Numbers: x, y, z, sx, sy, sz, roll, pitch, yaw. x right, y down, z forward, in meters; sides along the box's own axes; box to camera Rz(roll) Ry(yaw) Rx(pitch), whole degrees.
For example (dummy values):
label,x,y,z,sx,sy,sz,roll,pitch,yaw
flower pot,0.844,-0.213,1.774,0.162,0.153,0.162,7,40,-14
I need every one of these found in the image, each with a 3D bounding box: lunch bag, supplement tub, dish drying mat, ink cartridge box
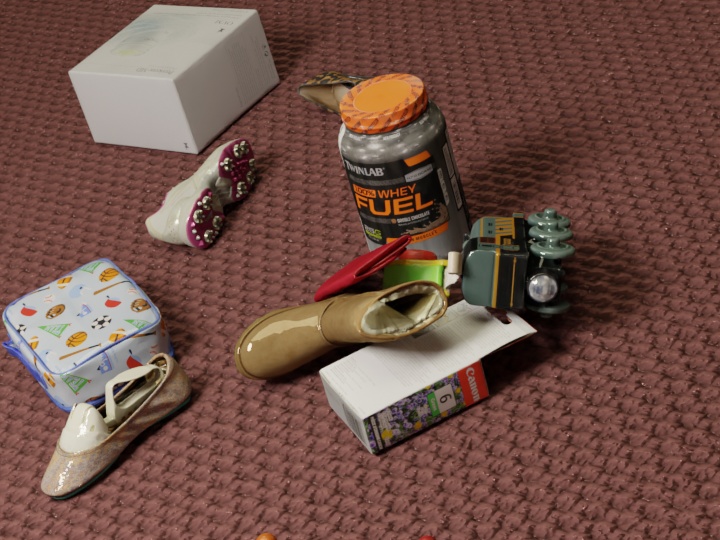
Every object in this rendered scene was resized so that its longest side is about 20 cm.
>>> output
label,x,y,z,sx,sy,sz,roll,pitch,yaw
lunch bag,-0.310,0.073,1.886,0.160,0.076,0.200,-31,35,-17
supplement tub,0.047,-0.109,1.872,0.122,0.201,0.123,-13,32,8
dish drying mat,0.000,0.000,1.798,0.077,0.018,0.200,-35,3,-16
ink cartridge box,0.071,0.099,1.685,0.199,0.051,0.109,-25,32,-14

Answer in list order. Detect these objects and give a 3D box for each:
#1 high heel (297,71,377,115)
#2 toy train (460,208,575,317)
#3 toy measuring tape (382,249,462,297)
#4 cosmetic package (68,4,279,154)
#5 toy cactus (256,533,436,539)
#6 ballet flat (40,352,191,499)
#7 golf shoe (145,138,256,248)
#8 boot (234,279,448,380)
label,x,y,z,sx,sy,sz,roll,pitch,yaw
high heel,-0.030,-0.215,2.186,0.142,0.072,0.200,-1,18,13
toy train,0.160,-0.013,1.737,0.113,0.086,0.200,5,18,3
toy measuring tape,0.060,0.007,1.744,0.073,0.074,0.200,-22,-7,-8
cosmetic package,-0.258,-0.270,2.342,0.199,0.123,0.200,9,41,35
toy cactus,-0.024,0.293,1.406,0.199,0.103,0.165,-8,42,-2
ballet flat,-0.261,0.152,1.743,0.068,0.067,0.200,15,44,41
golf shoe,-0.199,-0.102,2.103,0.091,0.076,0.200,-3,33,28
boot,-0.026,0.057,1.699,0.175,0.066,0.200,-27,6,-19
